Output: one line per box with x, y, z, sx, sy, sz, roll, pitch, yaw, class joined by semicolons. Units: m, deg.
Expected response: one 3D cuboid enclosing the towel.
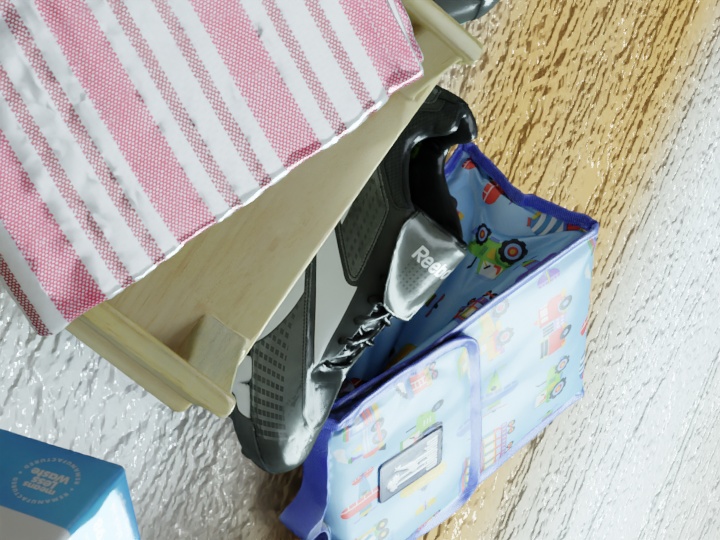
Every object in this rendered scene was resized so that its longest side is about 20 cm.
-0.081;-0.086;1.054;0.200;0.030;0.147;-36;114;-15;towel

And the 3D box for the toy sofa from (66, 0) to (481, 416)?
-0.047;-0.044;1.152;0.083;0.098;0.200;38;83;-20;toy sofa

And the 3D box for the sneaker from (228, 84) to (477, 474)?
0.000;0.000;1.237;0.066;0.090;0.201;18;88;-62;sneaker

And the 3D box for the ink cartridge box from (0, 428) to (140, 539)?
-0.180;0.141;0.996;0.200;0.115;0.067;-49;143;-43;ink cartridge box

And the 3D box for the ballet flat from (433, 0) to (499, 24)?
-0.003;-0.191;1.200;0.068;0.068;0.201;-31;103;-5;ballet flat

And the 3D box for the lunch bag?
0.025;0.061;1.390;0.200;0.094;0.151;-45;154;-27;lunch bag
